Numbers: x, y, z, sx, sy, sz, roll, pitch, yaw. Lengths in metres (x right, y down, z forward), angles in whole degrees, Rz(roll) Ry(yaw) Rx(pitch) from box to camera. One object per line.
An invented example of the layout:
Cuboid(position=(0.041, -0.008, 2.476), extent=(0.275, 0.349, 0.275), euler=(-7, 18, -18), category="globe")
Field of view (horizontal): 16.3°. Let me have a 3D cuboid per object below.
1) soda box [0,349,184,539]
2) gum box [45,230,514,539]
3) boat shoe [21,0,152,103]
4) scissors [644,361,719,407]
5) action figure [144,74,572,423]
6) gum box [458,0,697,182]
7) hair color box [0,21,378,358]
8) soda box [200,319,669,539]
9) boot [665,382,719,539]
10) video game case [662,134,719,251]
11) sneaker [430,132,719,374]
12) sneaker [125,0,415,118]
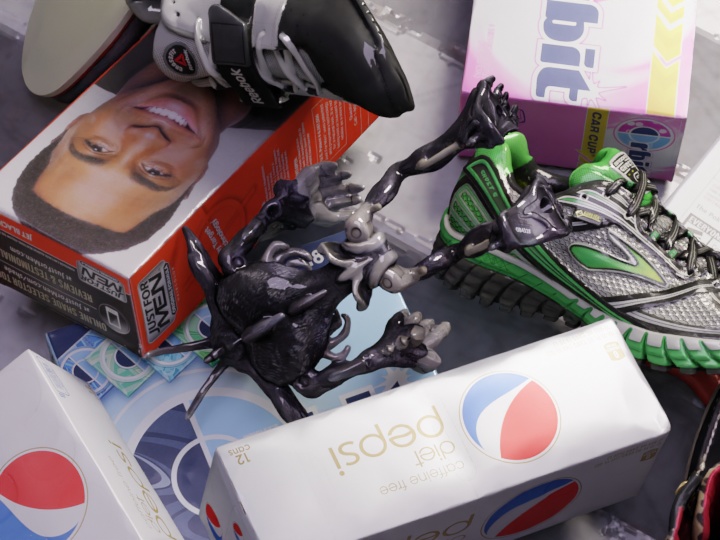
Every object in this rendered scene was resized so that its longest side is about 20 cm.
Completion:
Cuboid(position=(-0.115, 0.136, 1.117), extent=(0.068, 0.064, 0.200), euler=(-38, 63, 7), category="soda box")
Cuboid(position=(-0.037, 0.094, 1.195), extent=(0.170, 0.045, 0.200), euler=(-20, 66, -11), category="gum box")
Cuboid(position=(-0.102, -0.168, 1.298), extent=(0.071, 0.063, 0.200), euler=(35, 94, 39), category="boat shoe")
Cuboid(position=(0.194, 0.073, 1.225), extent=(0.073, 0.014, 0.200), euler=(-28, 65, -16), category="scissors")
Cuboid(position=(0.000, 0.000, 1.166), extent=(0.200, 0.102, 0.119), euler=(-31, 86, 18), category="action figure")
Cuboid(position=(0.118, -0.154, 1.309), extent=(0.113, 0.066, 0.200), euler=(7, 63, 4), category="gum box")
Cuboid(position=(-0.086, -0.058, 1.233), extent=(0.101, 0.061, 0.200), euler=(25, 55, 25), category="hair color box")
Cuboid(position=(0.034, 0.090, 1.123), extent=(0.200, 0.068, 0.064), euler=(-18, 63, -20), category="soda box")
Cuboid(position=(0.172, 0.116, 1.121), extent=(0.073, 0.151, 0.200), euler=(13, 70, 12), category="boot")
Cuboid(position=(0.265, -0.015, 1.260), extent=(0.200, 0.022, 0.182), euler=(35, 65, 14), category="video game case")
Cuboid(position=(0.129, -0.008, 1.198), extent=(0.200, 0.085, 0.078), euler=(20, 20, 20), category="sneaker")
Cuboid(position=(-0.047, -0.107, 1.186), extent=(0.088, 0.074, 0.200), euler=(-34, 36, -12), category="sneaker")
